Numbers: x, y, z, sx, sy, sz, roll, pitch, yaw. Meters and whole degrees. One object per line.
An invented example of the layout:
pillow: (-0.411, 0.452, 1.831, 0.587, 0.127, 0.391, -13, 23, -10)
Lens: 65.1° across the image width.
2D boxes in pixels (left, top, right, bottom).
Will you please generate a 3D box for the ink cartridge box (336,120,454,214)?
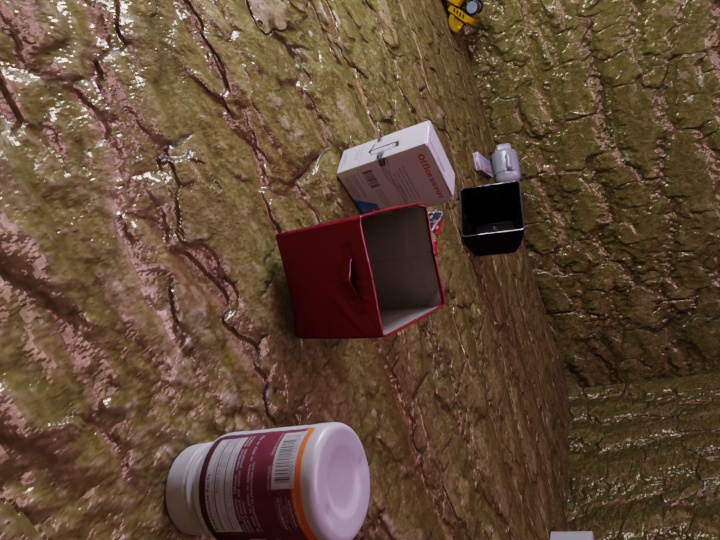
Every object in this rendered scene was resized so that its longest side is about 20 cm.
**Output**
ink cartridge box: (0.076, -0.194, 1.142, 0.146, 0.198, 0.085, 55, 34, -37)

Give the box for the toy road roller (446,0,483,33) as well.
toy road roller: (0.395, -1.071, 2.313, 0.199, 0.146, 0.123, 36, 32, 2)

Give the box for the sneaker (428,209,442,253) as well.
sneaker: (0.165, -0.072, 1.422, 0.085, 0.076, 0.201, 61, 40, -39)

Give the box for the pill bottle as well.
pill bottle: (-0.100, 0.227, 0.595, 0.114, 0.198, 0.115, 36, 48, -52)

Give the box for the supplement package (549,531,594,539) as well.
supplement package: (0.761, 1.054, 1.984, 0.150, 0.151, 0.202, -25, 101, -64)

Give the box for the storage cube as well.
storage cube: (0.000, 0.000, 0.878, 0.199, 0.179, 0.173, -19, 99, -49)

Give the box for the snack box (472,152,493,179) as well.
snack box: (0.499, -0.424, 2.293, 0.200, 0.024, 0.073, 4, 74, -63)

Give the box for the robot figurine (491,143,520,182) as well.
robot figurine: (0.646, -0.459, 2.502, 0.170, 0.112, 0.202, 51, 31, -75)

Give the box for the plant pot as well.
plant pot: (0.446, -0.156, 1.896, 0.178, 0.198, 0.201, 63, 26, -53)
